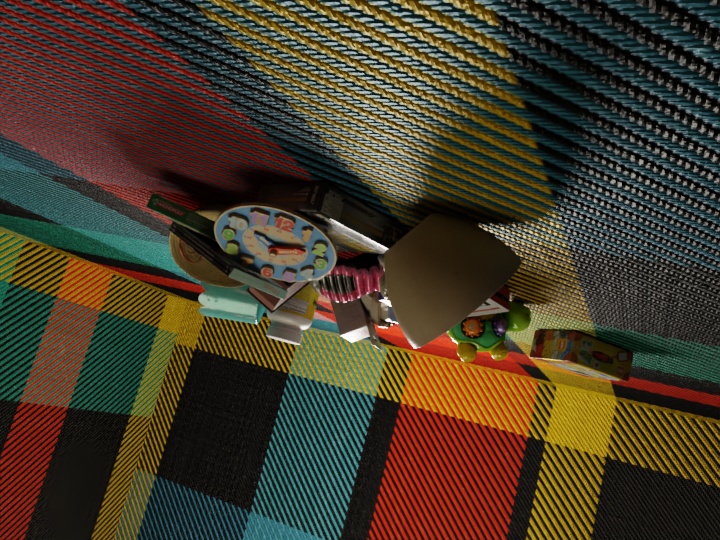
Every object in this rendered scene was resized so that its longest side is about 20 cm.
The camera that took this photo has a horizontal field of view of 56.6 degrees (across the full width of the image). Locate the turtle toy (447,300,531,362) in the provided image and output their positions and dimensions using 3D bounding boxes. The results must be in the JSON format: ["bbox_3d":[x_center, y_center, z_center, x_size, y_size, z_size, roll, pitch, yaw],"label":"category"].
[{"bbox_3d":[0.269,0.112,1.427,0.199,0.101,0.146,-1,-145,-18],"label":"turtle toy"}]

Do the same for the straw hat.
[{"bbox_3d":[-0.276,-0.067,1.348,0.200,0.202,0.085,17,-151,-10],"label":"straw hat"}]

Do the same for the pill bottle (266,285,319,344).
[{"bbox_3d":[-0.159,0.071,1.605,0.112,0.201,0.112,15,170,3],"label":"pill bottle"}]

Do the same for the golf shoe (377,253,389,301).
[{"bbox_3d":[0.063,0.003,1.120,0.097,0.079,0.200,18,-161,23],"label":"golf shoe"}]

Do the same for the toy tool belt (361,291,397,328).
[{"bbox_3d":[0.078,0.072,1.474,0.122,0.125,0.200,4,147,21],"label":"toy tool belt"}]

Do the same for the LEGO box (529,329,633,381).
[{"bbox_3d":[0.553,0.213,1.679,0.199,0.078,0.149,20,169,-23],"label":"LEGO box"}]

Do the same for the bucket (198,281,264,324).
[{"bbox_3d":[-0.283,0.024,1.561,0.134,0.208,0.207,13,170,-1],"label":"bucket"}]

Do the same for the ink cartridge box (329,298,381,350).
[{"bbox_3d":[-0.019,0.091,1.508,0.068,0.201,0.115,-20,162,8],"label":"ink cartridge box"}]

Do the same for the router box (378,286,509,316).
[{"bbox_3d":[0.166,0.047,1.313,0.199,0.049,0.179,-11,156,33],"label":"router box"}]

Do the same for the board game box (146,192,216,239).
[{"bbox_3d":[-0.285,-0.081,1.214,0.199,0.029,0.135,25,177,-14],"label":"board game box"}]

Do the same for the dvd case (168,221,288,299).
[{"bbox_3d":[-0.236,-0.018,1.190,0.200,0.022,0.146,34,-177,38],"label":"dvd case"}]

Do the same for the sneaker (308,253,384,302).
[{"bbox_3d":[0.000,0.000,1.246,0.199,0.079,0.096,-4,-148,-9],"label":"sneaker"}]

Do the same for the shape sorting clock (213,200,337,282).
[{"bbox_3d":[-0.135,-0.038,1.057,0.199,0.039,0.200,8,143,6],"label":"shape sorting clock"}]

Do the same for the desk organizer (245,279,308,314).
[{"bbox_3d":[-0.141,0.002,1.384,0.072,0.077,0.200,41,-147,5],"label":"desk organizer"}]

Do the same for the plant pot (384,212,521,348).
[{"bbox_3d":[0.111,-0.003,0.967,0.135,0.200,0.200,50,167,0],"label":"plant pot"}]

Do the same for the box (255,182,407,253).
[{"bbox_3d":[-0.047,-0.081,1.079,0.158,0.049,0.200,4,165,44],"label":"box"}]
